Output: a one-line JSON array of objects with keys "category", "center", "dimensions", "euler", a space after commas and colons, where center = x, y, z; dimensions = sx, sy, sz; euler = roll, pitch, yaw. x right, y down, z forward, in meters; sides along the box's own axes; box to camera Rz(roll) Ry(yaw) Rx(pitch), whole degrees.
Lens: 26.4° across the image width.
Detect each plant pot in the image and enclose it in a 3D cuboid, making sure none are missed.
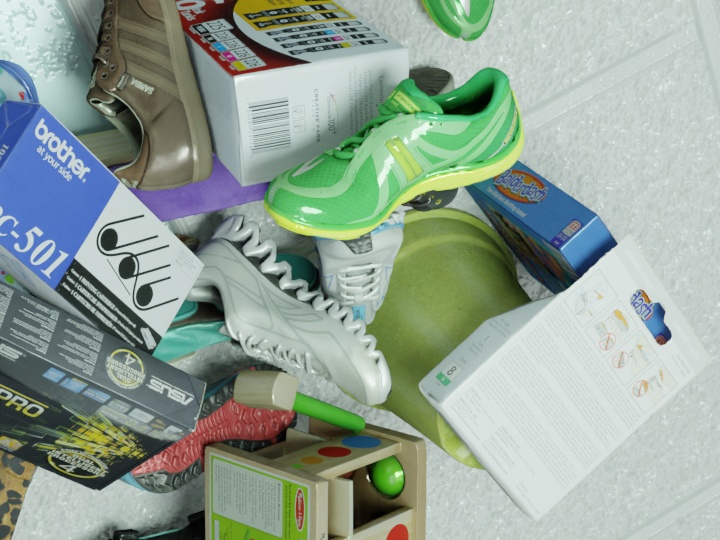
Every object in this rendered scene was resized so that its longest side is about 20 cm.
[{"category": "plant pot", "center": [0.086, 0.071, 1.315], "dimensions": [0.200, 0.184, 0.201], "euler": [-9, 116, -20]}]

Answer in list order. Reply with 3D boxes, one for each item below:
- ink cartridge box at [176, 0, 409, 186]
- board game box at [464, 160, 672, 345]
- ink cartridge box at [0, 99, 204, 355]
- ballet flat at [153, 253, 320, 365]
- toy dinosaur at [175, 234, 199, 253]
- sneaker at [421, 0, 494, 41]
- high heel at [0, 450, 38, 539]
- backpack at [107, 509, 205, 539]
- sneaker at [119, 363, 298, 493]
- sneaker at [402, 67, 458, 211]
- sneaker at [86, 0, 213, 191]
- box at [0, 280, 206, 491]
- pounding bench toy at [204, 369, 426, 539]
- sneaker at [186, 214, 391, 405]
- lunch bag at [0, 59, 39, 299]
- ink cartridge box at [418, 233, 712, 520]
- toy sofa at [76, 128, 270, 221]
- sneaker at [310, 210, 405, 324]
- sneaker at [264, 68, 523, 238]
[{"category": "ink cartridge box", "center": [-0.041, -0.150, 1.148], "dimensions": [0.175, 0.200, 0.084], "euler": [-12, 118, -20]}, {"category": "board game box", "center": [0.171, -0.019, 1.304], "dimensions": [0.045, 0.200, 0.152], "euler": [-42, 123, -3]}, {"category": "ink cartridge box", "center": [-0.199, -0.022, 1.080], "dimensions": [0.200, 0.044, 0.094], "euler": [49, 62, -44]}, {"category": "ballet flat", "center": [-0.130, 0.039, 1.283], "dimensions": [0.200, 0.067, 0.070], "euler": [-16, 142, -17]}, {"category": "toy dinosaur", "center": [-0.217, 0.021, 1.219], "dimensions": [0.200, 0.106, 0.061], "euler": [-12, 123, -27]}, {"category": "sneaker", "center": [0.094, -0.279, 1.220], "dimensions": [0.074, 0.084, 0.201], "euler": [-2, 114, -24]}, {"category": "high heel", "center": [-0.255, 0.160, 1.263], "dimensions": [0.199, 0.071, 0.143], "euler": [-17, 113, 2]}, {"category": "backpack", "center": [-0.142, 0.331, 1.321], "dimensions": [0.175, 0.200, 0.154], "euler": [-10, 137, -20]}, {"category": "sneaker", "center": [-0.140, 0.125, 1.305], "dimensions": [0.200, 0.095, 0.080], "euler": [-16, 103, -45]}, {"category": "sneaker", "center": [0.025, -0.074, 1.249], "dimensions": [0.200, 0.075, 0.106], "euler": [-43, 132, -38]}, {"category": "sneaker", "center": [-0.167, -0.153, 1.114], "dimensions": [0.075, 0.070, 0.200], "euler": [-14, 73, -18]}, {"category": "box", "center": [-0.237, 0.084, 1.120], "dimensions": [0.200, 0.049, 0.161], "euler": [29, 140, -24]}, {"category": "pounding bench toy", "center": [-0.030, 0.164, 1.265], "dimensions": [0.156, 0.124, 0.201], "euler": [-14, 109, -48]}, {"category": "sneaker", "center": [-0.060, 0.045, 1.211], "dimensions": [0.081, 0.200, 0.075], "euler": [-41, 159, -26]}, {"category": "lunch bag", "center": [-0.298, -0.053, 1.113], "dimensions": [0.160, 0.082, 0.201], "euler": [-2, 115, 15]}, {"category": "ink cartridge box", "center": [0.165, 0.081, 1.223], "dimensions": [0.200, 0.050, 0.161], "euler": [-43, 123, -6]}, {"category": "toy sofa", "center": [-0.147, -0.073, 1.197], "dimensions": [0.199, 0.098, 0.083], "euler": [-13, 117, -19]}, {"category": "sneaker", "center": [0.000, 0.000, 1.216], "dimensions": [0.075, 0.200, 0.087], "euler": [-6, 87, -2]}, {"category": "sneaker", "center": [0.020, -0.085, 1.035], "dimensions": [0.200, 0.074, 0.084], "euler": [-25, 130, -23]}]
